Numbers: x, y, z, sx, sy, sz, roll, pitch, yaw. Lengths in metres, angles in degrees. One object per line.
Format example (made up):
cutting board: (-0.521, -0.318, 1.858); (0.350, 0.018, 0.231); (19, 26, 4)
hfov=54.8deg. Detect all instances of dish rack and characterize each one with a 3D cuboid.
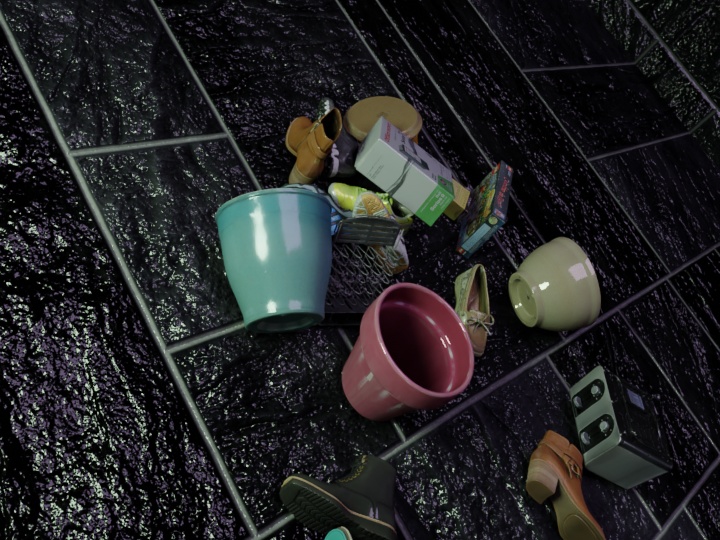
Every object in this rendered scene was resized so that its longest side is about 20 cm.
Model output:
dish rack: (0.000, 0.000, 1.223); (0.150, 0.204, 0.055); (1, 32, -35)

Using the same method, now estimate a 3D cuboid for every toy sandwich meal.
toy sandwich meal: (0.051, -0.316, 1.569); (0.198, 0.071, 0.208); (0, 44, 0)

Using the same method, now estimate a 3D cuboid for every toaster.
toaster: (0.526, 0.319, 1.404); (0.197, 0.119, 0.184); (28, 41, -23)

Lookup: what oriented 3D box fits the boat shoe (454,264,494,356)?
boat shoe: (0.232, 0.078, 1.425); (0.072, 0.063, 0.204); (19, 49, -24)

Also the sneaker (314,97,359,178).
sneaker: (-0.048, -0.279, 1.486); (0.088, 0.067, 0.205); (6, 58, -28)

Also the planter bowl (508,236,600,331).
planter bowl: (0.405, 0.045, 1.509); (0.131, 0.202, 0.204); (-17, 65, -13)

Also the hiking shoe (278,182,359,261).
hiking shoe: (-0.076, -0.096, 1.320); (0.196, 0.075, 0.088); (24, 45, -20)

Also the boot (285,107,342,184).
boot: (-0.092, -0.274, 1.384); (0.075, 0.156, 0.204); (22, 47, -19)

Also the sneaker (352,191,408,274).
sneaker: (0.035, -0.085, 1.357); (0.089, 0.074, 0.202); (-91, 161, -46)

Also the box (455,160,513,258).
box: (0.283, -0.140, 1.577); (0.037, 0.137, 0.203); (30, 44, -11)

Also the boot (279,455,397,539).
boot: (-0.027, 0.322, 1.049); (0.199, 0.077, 0.140); (38, 36, -22)

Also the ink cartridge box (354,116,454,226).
ink cartridge box: (0.092, -0.205, 1.426); (0.198, 0.084, 0.147); (35, 26, -15)

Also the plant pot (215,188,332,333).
plant pot: (-0.131, -0.004, 1.137); (0.196, 0.199, 0.194); (3, 71, -34)

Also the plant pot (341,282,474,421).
plant pot: (0.063, 0.154, 1.156); (0.196, 0.179, 0.204); (19, 47, -22)

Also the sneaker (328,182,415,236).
sneaker: (0.025, -0.139, 1.426); (0.196, 0.076, 0.077); (21, 47, -23)

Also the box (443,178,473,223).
box: (0.166, -0.199, 1.599); (0.198, 0.050, 0.076); (36, 44, -10)

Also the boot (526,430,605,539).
boot: (0.397, 0.407, 1.294); (0.201, 0.073, 0.155); (50, 36, -2)

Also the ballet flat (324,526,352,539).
ballet flat: (-0.024, 0.463, 0.953); (0.062, 0.066, 0.205); (42, 38, -45)
